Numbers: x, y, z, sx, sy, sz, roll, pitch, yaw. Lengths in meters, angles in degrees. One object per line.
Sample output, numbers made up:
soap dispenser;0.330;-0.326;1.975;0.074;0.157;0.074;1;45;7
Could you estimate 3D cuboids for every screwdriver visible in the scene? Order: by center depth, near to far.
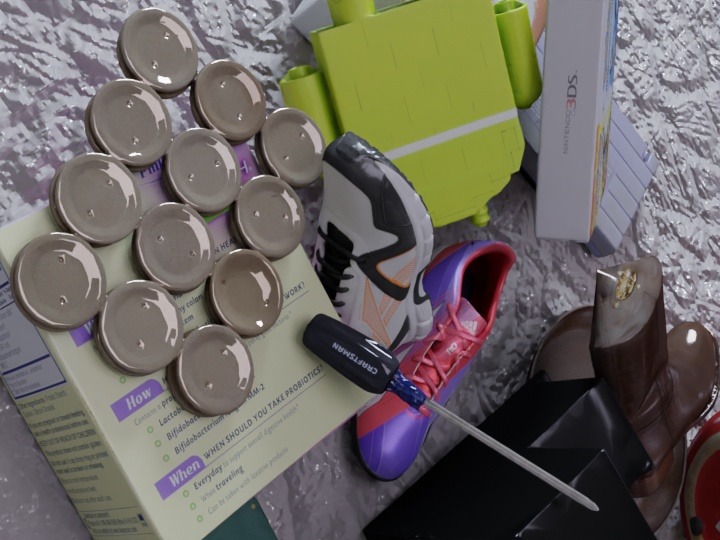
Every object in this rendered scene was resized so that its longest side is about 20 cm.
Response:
screwdriver;0.049;0.087;0.623;0.199;0.028;0.029;36;62;12

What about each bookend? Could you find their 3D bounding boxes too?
bookend;0.134;0.155;0.720;0.199;0.198;0.093;-37;98;-27

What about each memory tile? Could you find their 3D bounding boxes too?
memory tile;-0.099;-0.034;0.606;0.152;0.017;0.203;32;60;-28

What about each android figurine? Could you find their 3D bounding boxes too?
android figurine;0.040;-0.116;0.725;0.179;0.041;0.203;-21;109;-9

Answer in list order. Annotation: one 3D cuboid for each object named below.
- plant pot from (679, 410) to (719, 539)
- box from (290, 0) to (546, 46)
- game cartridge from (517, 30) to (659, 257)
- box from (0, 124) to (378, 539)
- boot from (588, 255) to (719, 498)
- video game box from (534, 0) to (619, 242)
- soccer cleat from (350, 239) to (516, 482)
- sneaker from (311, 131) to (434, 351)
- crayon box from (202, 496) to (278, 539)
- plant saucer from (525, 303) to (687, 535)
plant pot;0.390;0.197;0.933;0.179;0.200;0.205;1;77;-28
box;0.065;-0.227;0.846;0.152;0.106;0.202;41;57;-21
game cartridge;0.181;-0.124;0.956;0.200;0.038;0.130;48;59;-18
box;-0.115;0.039;0.647;0.175;0.096;0.202;-34;101;-38
boot;0.229;0.048;0.833;0.187;0.063;0.202;-57;140;-36
video game box;0.164;-0.143;0.799;0.182;0.046;0.204;-44;137;-64
soccer cleat;0.054;0.059;0.784;0.068;0.073;0.202;41;57;-22
sneaker;0.000;0.000;0.684;0.079;0.074;0.202;-34;143;-18
crayon box;-0.075;0.253;0.645;0.118;0.058;0.203;-32;98;-38
plant saucer;0.202;0.131;0.906;0.197;0.032;0.204;11;72;-34
